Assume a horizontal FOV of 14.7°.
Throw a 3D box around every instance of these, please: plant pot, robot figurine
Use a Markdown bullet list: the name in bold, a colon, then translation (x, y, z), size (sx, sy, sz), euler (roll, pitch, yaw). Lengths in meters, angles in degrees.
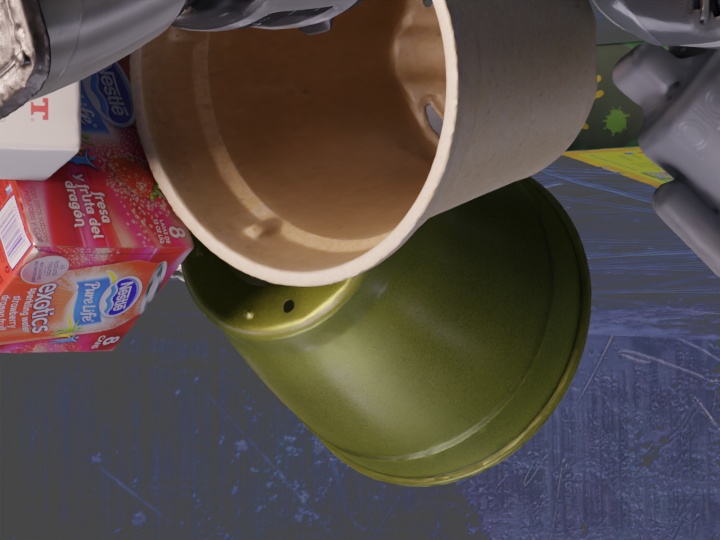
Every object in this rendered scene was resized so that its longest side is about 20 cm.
- **plant pot**: translation (0.000, 0.000, 1.568), size (0.199, 0.202, 0.193), euler (-4, 161, 29)
- **plant pot**: translation (0.019, -0.103, 1.395), size (0.199, 0.202, 0.183), euler (-5, -177, 38)
- **robot figurine**: translation (0.243, -0.077, 1.638), size (0.200, 0.170, 0.113), euler (39, 174, -2)

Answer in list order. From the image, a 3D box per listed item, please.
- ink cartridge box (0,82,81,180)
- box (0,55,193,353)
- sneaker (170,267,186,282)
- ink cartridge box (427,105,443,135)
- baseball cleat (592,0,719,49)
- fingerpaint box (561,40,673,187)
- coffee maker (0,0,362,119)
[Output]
- **ink cartridge box**: translation (-0.231, -0.122, 1.285), size (0.199, 0.147, 0.083), euler (1, 171, -18)
- **box**: translation (-0.170, -0.067, 1.424), size (0.095, 0.201, 0.100), euler (1, 146, -35)
- **sneaker**: translation (-0.127, -0.035, 1.772), size (0.198, 0.082, 0.075), euler (3, 176, -10)
- **ink cartridge box**: translation (0.055, -0.030, 1.891), size (0.067, 0.202, 0.117), euler (1, 174, -16)
- **baseball cleat**: translation (0.214, -0.144, 1.427), size (0.199, 0.070, 0.106), euler (4, 180, -33)
- **fingerpaint box**: translation (0.237, -0.104, 1.819), size (0.166, 0.074, 0.200), euler (-3, 174, 26)
- **coffee maker**: translation (-0.089, -0.160, 0.968), size (0.134, 0.193, 0.200), euler (21, -151, 33)
